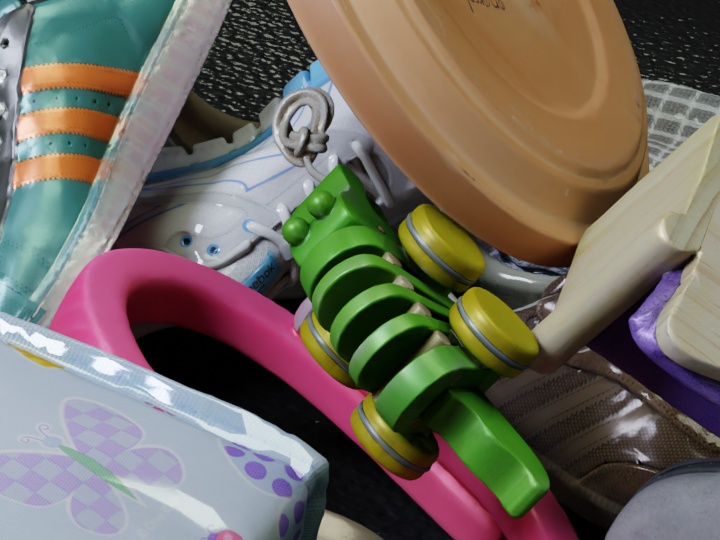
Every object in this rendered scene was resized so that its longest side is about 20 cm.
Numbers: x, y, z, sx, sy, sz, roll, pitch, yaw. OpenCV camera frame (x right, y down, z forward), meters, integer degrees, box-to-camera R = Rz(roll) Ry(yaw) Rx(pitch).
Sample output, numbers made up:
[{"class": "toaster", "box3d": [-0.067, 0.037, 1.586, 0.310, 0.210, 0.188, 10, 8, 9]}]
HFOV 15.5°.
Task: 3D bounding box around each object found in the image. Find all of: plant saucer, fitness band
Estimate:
[{"class": "plant saucer", "box3d": [0.039, -0.096, 0.914, 0.200, 0.032, 0.201, 37, 35, -32]}, {"class": "fitness band", "box3d": [-0.012, 0.061, 0.850, 0.200, 0.038, 0.143, 41, 25, 16]}]

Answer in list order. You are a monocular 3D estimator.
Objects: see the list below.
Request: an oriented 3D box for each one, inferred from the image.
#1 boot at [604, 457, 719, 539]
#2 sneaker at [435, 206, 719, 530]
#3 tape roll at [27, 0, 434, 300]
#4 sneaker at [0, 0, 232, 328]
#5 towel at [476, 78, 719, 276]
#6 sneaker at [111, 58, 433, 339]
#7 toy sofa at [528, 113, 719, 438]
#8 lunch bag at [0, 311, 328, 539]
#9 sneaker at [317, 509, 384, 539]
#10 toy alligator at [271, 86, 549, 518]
[{"class": "boot", "box3d": [0.121, 0.123, 0.725, 0.199, 0.070, 0.131, 22, 33, 37]}, {"class": "sneaker", "box3d": [0.089, 0.040, 0.937, 0.199, 0.076, 0.070, 22, 27, 28]}, {"class": "tape roll", "box3d": [-0.032, -0.092, 1.049, 0.201, 0.204, 0.071, 7, 23, -6]}, {"class": "sneaker", "box3d": [-0.116, -0.044, 0.943, 0.080, 0.071, 0.201, 29, 58, -9]}, {"class": "towel", "box3d": [0.159, -0.005, 1.073, 0.199, 0.086, 0.166, 17, 25, 14]}, {"class": "sneaker", "box3d": [-0.030, -0.017, 0.988, 0.199, 0.075, 0.087, -25, 35, 11]}, {"class": "toy sofa", "box3d": [0.153, 0.054, 0.839, 0.199, 0.083, 0.098, 35, 49, -11]}, {"class": "lunch bag", "box3d": [-0.133, 0.083, 0.607, 0.199, 0.128, 0.170, 21, 38, 20]}, {"class": "sneaker", "box3d": [-0.087, 0.098, 0.759, 0.199, 0.071, 0.076, 3, 57, 27]}, {"class": "toy alligator", "box3d": [0.000, 0.000, 0.851, 0.054, 0.059, 0.200, 27, 24, -46]}]
